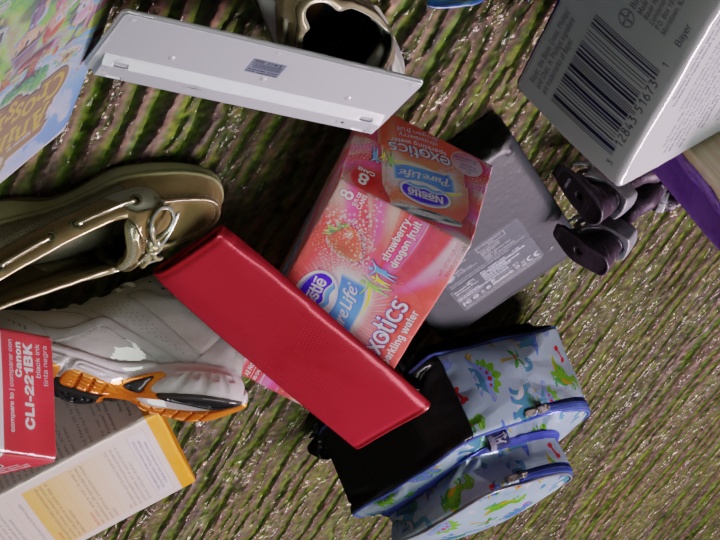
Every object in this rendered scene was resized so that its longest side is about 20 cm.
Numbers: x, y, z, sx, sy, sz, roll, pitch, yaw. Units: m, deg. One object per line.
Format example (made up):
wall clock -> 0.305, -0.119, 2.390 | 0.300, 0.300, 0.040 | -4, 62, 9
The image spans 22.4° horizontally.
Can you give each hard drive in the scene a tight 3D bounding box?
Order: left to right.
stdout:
hard drive -> 0.082, -0.028, 1.390 | 0.139, 0.033, 0.200 | -34, 150, 6

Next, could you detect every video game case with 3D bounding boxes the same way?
video game case -> -0.188, -0.099, 0.948 | 0.200, 0.022, 0.183 | -51, 173, -50

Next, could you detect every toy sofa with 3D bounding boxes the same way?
toy sofa -> 0.228, -0.082, 1.279 | 0.097, 0.201, 0.083 | -17, 149, -34

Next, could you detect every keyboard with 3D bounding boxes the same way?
keyboard -> -0.059, -0.114, 1.053 | 0.198, 0.011, 0.056 | 9, 142, -32

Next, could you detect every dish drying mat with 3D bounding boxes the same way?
dish drying mat -> -0.045, 0.047, 1.227 | 0.077, 0.018, 0.200 | -32, 119, 33

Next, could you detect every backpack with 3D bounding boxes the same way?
backpack -> 0.093, 0.140, 1.522 | 0.199, 0.148, 0.183 | -15, 164, -40

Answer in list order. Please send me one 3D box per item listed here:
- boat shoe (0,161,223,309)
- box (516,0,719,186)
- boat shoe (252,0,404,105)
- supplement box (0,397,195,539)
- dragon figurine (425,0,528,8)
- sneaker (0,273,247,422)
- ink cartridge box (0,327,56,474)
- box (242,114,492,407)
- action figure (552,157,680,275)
boat shoe -> -0.172, -0.016, 1.147 | 0.199, 0.063, 0.074 | -11, 145, -30
box -> 0.225, -0.181, 1.178 | 0.199, 0.105, 0.185 | -27, 154, -40
boat shoe -> -0.016, -0.135, 1.109 | 0.074, 0.069, 0.200 | -35, 150, 7
supplement box -> -0.233, 0.147, 1.322 | 0.199, 0.074, 0.126 | -27, 150, -8
dragon figurine -> 0.056, -0.197, 1.093 | 0.198, 0.059, 0.100 | -17, 147, -26
sneaker -> -0.171, 0.042, 1.238 | 0.198, 0.093, 0.076 | 13, 156, -22
ink cartridge box -> -0.304, 0.079, 1.095 | 0.143, 0.085, 0.199 | -15, 162, 34
box -> 0.000, 0.000, 1.259 | 0.102, 0.095, 0.201 | 27, 130, -5
action figure -> 0.235, -0.079, 1.423 | 0.199, 0.069, 0.131 | -30, 147, -34
